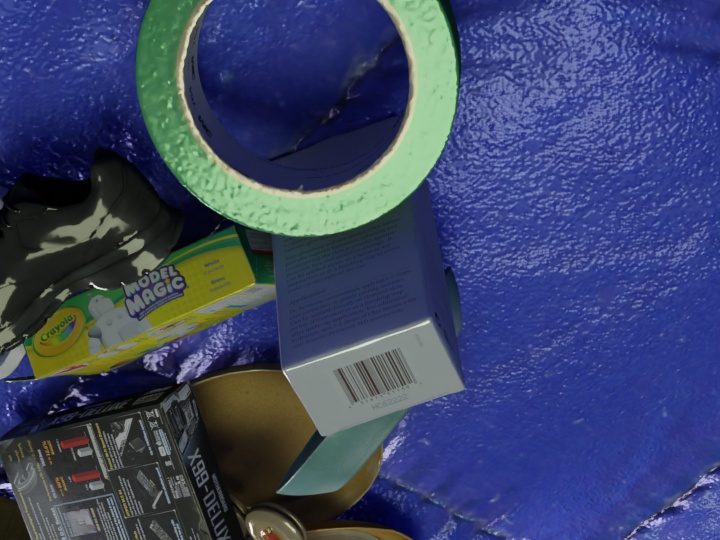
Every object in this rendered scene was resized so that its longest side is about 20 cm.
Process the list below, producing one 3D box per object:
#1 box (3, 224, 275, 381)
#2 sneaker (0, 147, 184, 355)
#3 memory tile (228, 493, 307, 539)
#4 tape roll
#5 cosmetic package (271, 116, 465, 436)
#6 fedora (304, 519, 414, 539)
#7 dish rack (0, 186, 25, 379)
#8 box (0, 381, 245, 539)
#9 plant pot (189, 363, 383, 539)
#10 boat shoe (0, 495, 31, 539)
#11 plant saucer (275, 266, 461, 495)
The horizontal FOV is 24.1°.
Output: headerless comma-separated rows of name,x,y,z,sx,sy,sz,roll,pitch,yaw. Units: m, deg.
box,-0.147,0.028,1.176,0.198,0.049,0.117,-25,172,13
sneaker,-0.216,-0.014,1.104,0.199,0.076,0.091,-30,119,10
memory tile,-0.119,0.223,1.339,0.198,0.017,0.154,10,134,27
tape roll,-0.037,-0.123,1.037,0.198,0.048,0.203,2,112,4
cosmetic package,0.000,0.000,1.101,0.100,0.201,0.072,-19,132,11
fedora,-0.032,0.287,1.424,0.198,0.082,0.202,-7,144,-5
dish rack,-0.307,-0.013,1.161,0.198,0.044,0.172,20,128,-23
box,-0.171,0.198,1.279,0.156,0.050,0.202,-15,100,26
plant pot,-0.081,0.140,1.340,0.198,0.028,0.201,-4,133,-4
boat shoe,-0.240,0.231,1.368,0.199,0.066,0.072,26,86,-13
plant saucer,0.014,0.086,1.188,0.036,0.200,0.200,38,123,0
